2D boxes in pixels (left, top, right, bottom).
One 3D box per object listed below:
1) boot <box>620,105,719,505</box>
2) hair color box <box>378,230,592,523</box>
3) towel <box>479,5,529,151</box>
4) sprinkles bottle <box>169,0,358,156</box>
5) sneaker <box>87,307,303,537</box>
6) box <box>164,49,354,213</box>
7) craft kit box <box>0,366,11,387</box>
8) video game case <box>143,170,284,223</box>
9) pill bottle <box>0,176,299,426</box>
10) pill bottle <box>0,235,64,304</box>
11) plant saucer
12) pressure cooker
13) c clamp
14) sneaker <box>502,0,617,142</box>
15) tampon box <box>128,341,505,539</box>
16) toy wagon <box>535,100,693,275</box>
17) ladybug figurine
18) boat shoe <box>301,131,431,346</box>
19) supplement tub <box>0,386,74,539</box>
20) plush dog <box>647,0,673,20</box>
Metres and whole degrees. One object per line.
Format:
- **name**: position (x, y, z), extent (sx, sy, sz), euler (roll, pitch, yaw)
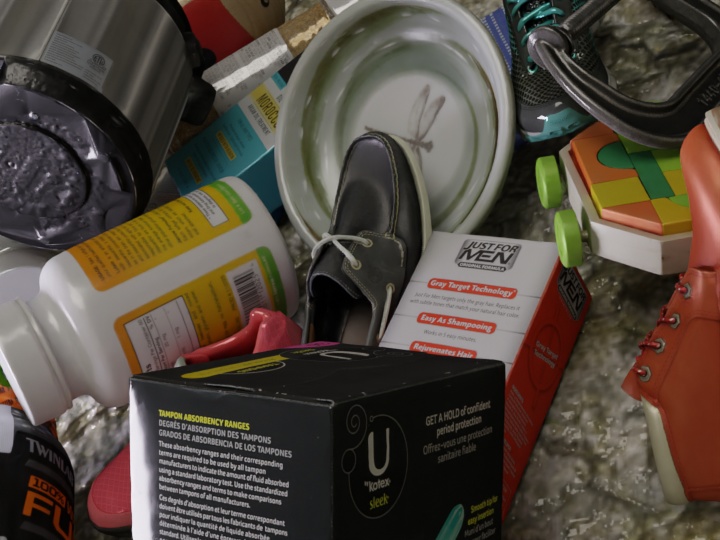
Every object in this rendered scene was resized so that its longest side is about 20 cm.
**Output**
- **boot**: position (0.177, 0.022, 0.620), extent (0.106, 0.075, 0.203), euler (-13, 86, 24)
- **hair color box**: position (0.056, 0.076, 0.731), extent (0.100, 0.061, 0.202), euler (7, 59, 37)
- **towel**: position (0.072, -0.119, 0.925), extent (0.198, 0.024, 0.146), euler (-30, 45, 11)
- **sprinkles bottle**: position (-0.077, -0.159, 1.008), extent (0.198, 0.069, 0.068), euler (-31, 42, -2)
- **sneaker**: position (-0.114, 0.094, 0.814), extent (0.199, 0.087, 0.074), euler (-38, 41, 1)
- **box**: position (-0.054, -0.112, 0.951), extent (0.199, 0.049, 0.083), euler (-38, 42, 2)
- **craft kit box**: position (-0.401, 0.064, 0.958), extent (0.198, 0.198, 0.049), euler (-20, 43, 20)
- **video game case**: position (-0.142, -0.009, 0.976), extent (0.142, 0.018, 0.202), euler (6, 58, 37)
- **pill bottle**: position (-0.151, 0.024, 0.838), extent (0.198, 0.112, 0.111), euler (-27, 38, -20)
- **pill bottle**: position (-0.273, -0.022, 0.995), extent (0.112, 0.113, 0.201), euler (-33, 36, 6)
- **plant saucer**: position (0.029, -0.093, 0.857), extent (0.198, 0.050, 0.204), euler (-4, 83, 34)
- **pressure cooker**: position (-0.210, -0.138, 0.895), extent (0.176, 0.177, 0.202), euler (-9, 46, 23)
- **c clamp**: position (0.170, -0.154, 0.774), extent (0.170, 0.027, 0.200), euler (34, 47, 8)
- **sneaker**: position (0.122, -0.166, 0.823), extent (0.077, 0.092, 0.201), euler (-20, 35, 20)
- **tampon box**: position (-0.018, 0.145, 0.592), extent (0.125, 0.149, 0.203), euler (3, 95, 36)
- **toy wagon**: position (0.185, -0.063, 0.740), extent (0.153, 0.040, 0.201), euler (-9, 32, 2)
- **ladybug figurine**: position (-0.143, -0.185, 1.060), extent (0.199, 0.135, 0.072), euler (-37, 72, 16)
- **boat shoe**: position (0.000, 0.000, 0.789), extent (0.071, 0.067, 0.203), euler (-4, 71, 36)
- **supplement tub**: position (-0.251, 0.183, 0.805), extent (0.121, 0.123, 0.202), euler (-26, 44, 13)
- **plush dog**: position (0.248, -0.282, 0.868), extent (0.171, 0.160, 0.202), euler (-32, 32, 48)
